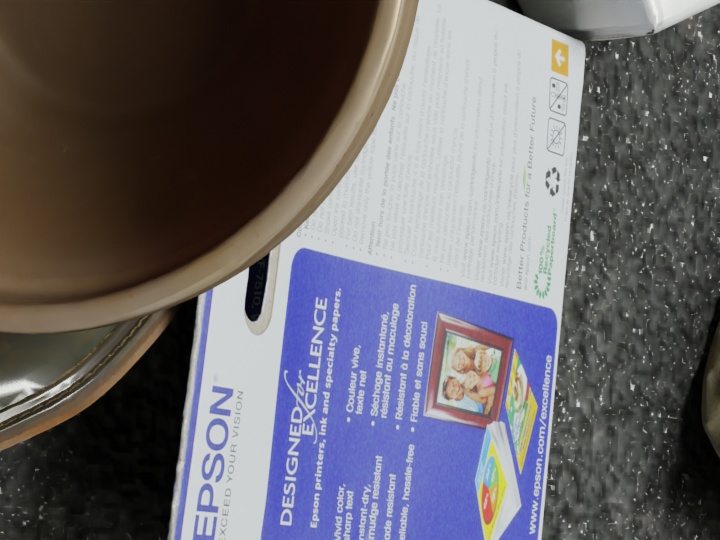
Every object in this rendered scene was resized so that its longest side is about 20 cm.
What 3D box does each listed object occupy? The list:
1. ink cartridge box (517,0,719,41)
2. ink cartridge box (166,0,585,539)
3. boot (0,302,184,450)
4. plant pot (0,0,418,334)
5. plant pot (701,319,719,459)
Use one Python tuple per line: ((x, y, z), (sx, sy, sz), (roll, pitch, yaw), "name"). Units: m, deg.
((0.139, -0.186, 0.848), (0.199, 0.085, 0.146), (-26, 105, -22), "ink cartridge box")
((0.000, 0.000, 0.753), (0.200, 0.047, 0.199), (14, 81, -51), "ink cartridge box")
((-0.126, 0.006, 0.650), (0.200, 0.074, 0.097), (-42, 118, -31), "boot")
((-0.075, -0.086, 0.624), (0.093, 0.200, 0.202), (-11, 97, -77), "plant pot")
((0.240, 0.060, 0.903), (0.183, 0.200, 0.201), (30, 69, -23), "plant pot")
